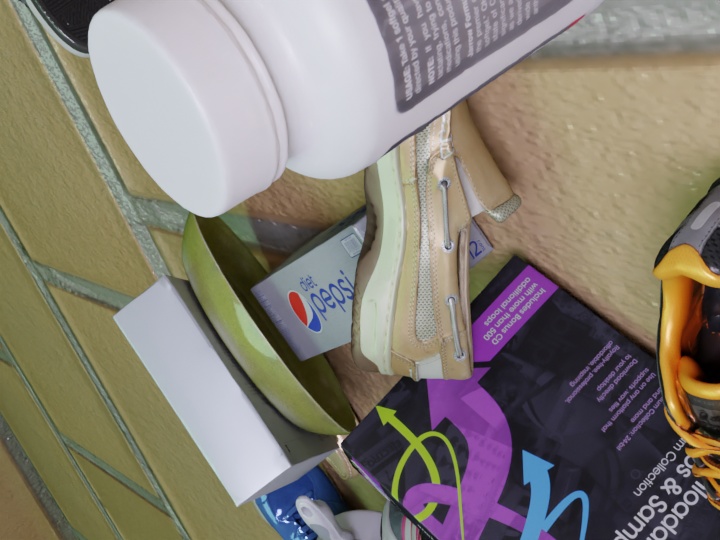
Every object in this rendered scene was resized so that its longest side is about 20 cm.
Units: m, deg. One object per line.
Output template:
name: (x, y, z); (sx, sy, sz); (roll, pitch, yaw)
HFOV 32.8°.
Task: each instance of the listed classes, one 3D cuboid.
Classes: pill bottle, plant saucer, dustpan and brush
pill bottle: (0.000, -0.105, 0.469); (0.110, 0.199, 0.111); (40, 151, 28)
plant saucer: (-0.071, 0.042, 0.881); (0.201, 0.031, 0.200); (54, -176, -6)
dustpan and brush: (-0.001, 0.217, 0.949); (0.138, 0.058, 0.201); (-6, 132, 25)

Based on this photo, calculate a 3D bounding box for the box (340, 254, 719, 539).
box: (0.105, 0.102, 0.612); (0.199, 0.143, 0.036); (39, 169, 29)

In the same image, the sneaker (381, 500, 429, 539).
sneaker: (0.067, 0.166, 0.832); (0.200, 0.082, 0.122); (-114, 39, -65)

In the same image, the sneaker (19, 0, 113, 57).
sneaker: (-0.248, -0.226, 0.901); (0.202, 0.083, 0.121); (61, 151, 5)

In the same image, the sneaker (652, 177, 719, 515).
sneaker: (0.159, 0.056, 0.502); (0.078, 0.077, 0.203); (7, 118, 51)

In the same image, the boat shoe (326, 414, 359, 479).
boat shoe: (-0.071, 0.101, 1.016); (0.200, 0.069, 0.074); (50, 155, 11)

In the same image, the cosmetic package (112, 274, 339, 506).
cosmetic package: (-0.089, 0.085, 0.882); (0.151, 0.051, 0.200); (53, -176, 9)

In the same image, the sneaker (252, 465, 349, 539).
sneaker: (-0.022, 0.244, 1.098); (0.201, 0.076, 0.111); (60, 161, -21)

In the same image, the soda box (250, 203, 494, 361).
soda box: (0.000, 0.000, 0.762); (0.064, 0.068, 0.200); (53, 156, -4)

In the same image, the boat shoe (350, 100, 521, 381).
boat shoe: (0.043, -0.042, 0.605); (0.075, 0.072, 0.203); (9, 112, 14)
